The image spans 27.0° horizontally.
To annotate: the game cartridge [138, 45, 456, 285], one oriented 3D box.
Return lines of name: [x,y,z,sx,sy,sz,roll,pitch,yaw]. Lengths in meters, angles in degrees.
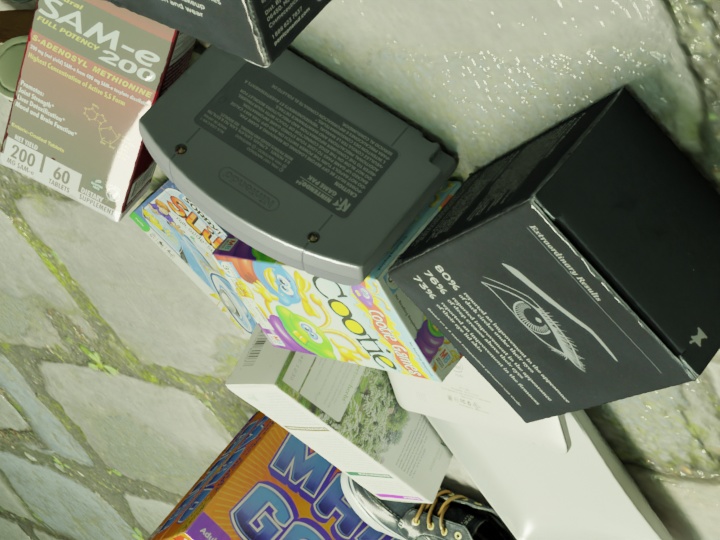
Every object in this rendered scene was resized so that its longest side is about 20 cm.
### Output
game cartridge: [-0.050,-0.078,1.043,0.199,0.133,0.041,34,153,18]

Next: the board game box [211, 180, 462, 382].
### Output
board game box: [0.000,0.000,1.126,0.199,0.103,0.105,7,138,50]

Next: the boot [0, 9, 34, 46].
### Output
boot: [-0.264,-0.144,1.288,0.198,0.070,0.147,10,128,32]

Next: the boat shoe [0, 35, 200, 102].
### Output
boat shoe: [-0.189,-0.145,1.185,0.199,0.073,0.061,11,171,12]

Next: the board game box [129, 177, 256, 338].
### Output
board game box: [-0.110,-0.005,1.348,0.200,0.035,0.135,46,154,-8]

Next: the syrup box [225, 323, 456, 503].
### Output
syrup box: [-0.010,0.118,1.293,0.200,0.079,0.081,40,154,-29]

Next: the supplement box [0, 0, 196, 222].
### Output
supplement box: [-0.187,-0.148,1.094,0.108,0.061,0.201,26,123,4]

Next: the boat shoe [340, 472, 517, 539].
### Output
boat shoe: [0.077,0.231,1.417,0.199,0.071,0.091,35,153,-1]

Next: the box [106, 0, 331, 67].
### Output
box: [-0.113,-0.254,0.881,0.196,0.118,0.201,26,151,30]

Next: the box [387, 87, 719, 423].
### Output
box: [0.133,-0.001,0.940,0.148,0.104,0.200,47,153,-9]

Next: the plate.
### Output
plate: [0.154,0.161,1.238,0.199,0.032,0.201,-2,130,56]

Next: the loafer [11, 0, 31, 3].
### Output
loafer: [-0.252,-0.251,1.132,0.068,0.070,0.200,46,154,-7]

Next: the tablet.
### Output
tablet: [0.079,0.069,1.179,0.199,0.014,0.131,10,122,50]

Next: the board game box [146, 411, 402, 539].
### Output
board game box: [-0.072,0.269,1.522,0.200,0.200,0.200,44,154,-5]
